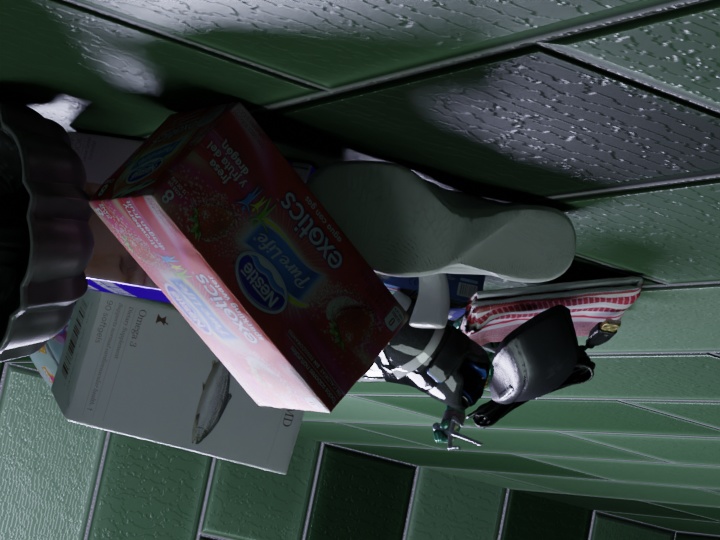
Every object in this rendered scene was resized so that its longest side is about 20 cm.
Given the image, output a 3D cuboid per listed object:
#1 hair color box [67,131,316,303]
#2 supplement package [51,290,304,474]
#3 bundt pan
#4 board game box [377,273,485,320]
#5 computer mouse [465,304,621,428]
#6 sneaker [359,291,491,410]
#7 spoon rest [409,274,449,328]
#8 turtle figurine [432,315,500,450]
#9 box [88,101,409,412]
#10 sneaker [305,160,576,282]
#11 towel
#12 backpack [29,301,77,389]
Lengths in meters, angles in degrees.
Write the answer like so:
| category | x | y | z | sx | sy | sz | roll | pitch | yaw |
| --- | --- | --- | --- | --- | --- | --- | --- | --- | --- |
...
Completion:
| category | x | y | z | sx | sy | sz | roll | pitch | yaw |
| --- | --- | --- | --- | --- | --- | --- | --- | --- | --- |
| hair color box | -0.129 | -0.033 | 1.536 | 0.198 | 0.110 | 0.065 | 8 | 170 | 19 |
| supplement package | -0.150 | 0.085 | 1.777 | 0.198 | 0.118 | 0.117 | 15 | -176 | -16 |
| bundt pan | -0.258 | -0.029 | 1.495 | 0.075 | 0.204 | 0.201 | 1 | 180 | -40 |
| board game box | 0.000 | 0.000 | 1.797 | 0.198 | 0.035 | 0.135 | 13 | 171 | -6 |
| computer mouse | 0.168 | 0.076 | 1.723 | 0.140 | 0.046 | 0.200 | -27 | 162 | -18 |
| sneaker | 0.054 | 0.085 | 1.810 | 0.111 | 0.073 | 0.200 | 32 | 170 | 1 |
| spoon rest | 0.000 | -0.024 | 1.636 | 0.099 | 0.061 | 0.200 | 0 | 152 | 46 |
| turtle figurine | 0.089 | 0.090 | 1.983 | 0.199 | 0.151 | 0.101 | 20 | -147 | 27 |
| box | -0.074 | -0.006 | 1.399 | 0.200 | 0.096 | 0.099 | 52 | 154 | -21 |
| sneaker | 0.048 | -0.031 | 1.472 | 0.198 | 0.076 | 0.088 | 13 | -177 | -15 |
| towel | 0.158 | 0.036 | 1.747 | 0.143 | 0.023 | 0.200 | -6 | 170 | -1 |
| backpack | -0.237 | 0.048 | 1.929 | 0.153 | 0.177 | 0.200 | -32 | -177 | -3 |
